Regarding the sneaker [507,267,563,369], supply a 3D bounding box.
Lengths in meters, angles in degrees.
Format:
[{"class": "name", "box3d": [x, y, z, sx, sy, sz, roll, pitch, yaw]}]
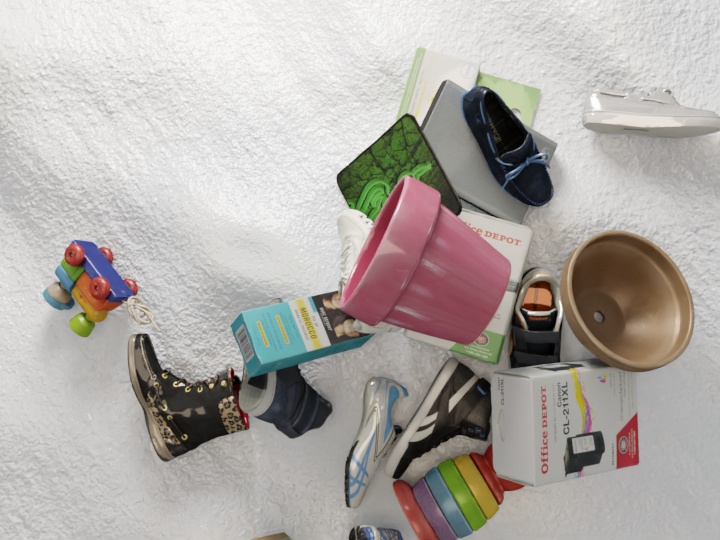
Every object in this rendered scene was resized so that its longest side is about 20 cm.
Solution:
[{"class": "sneaker", "box3d": [0.256, 0.096, 1.156, 0.077, 0.079, 0.203, -2, 88, 5]}]

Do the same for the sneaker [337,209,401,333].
[{"class": "sneaker", "box3d": [0.000, 0.000, 1.166, 0.080, 0.075, 0.202, -10, 67, -26]}]

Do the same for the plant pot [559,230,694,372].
[{"class": "plant pot", "box3d": [0.361, 0.053, 1.121, 0.198, 0.093, 0.203, 7, 66, -14]}]

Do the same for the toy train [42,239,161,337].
[{"class": "toy train", "box3d": [-0.401, 0.060, 1.216, 0.116, 0.085, 0.200, -46, 73, 13]}]

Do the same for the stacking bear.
[{"class": "stacking bear", "box3d": [0.160, 0.313, 1.143, 0.199, 0.114, 0.122, -32, 85, -1]}]

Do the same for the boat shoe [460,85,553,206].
[{"class": "boat shoe", "box3d": [0.210, -0.169, 1.121, 0.084, 0.069, 0.200, -45, 105, -5]}]

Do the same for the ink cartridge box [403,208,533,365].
[{"class": "ink cartridge box", "box3d": [0.159, 0.020, 1.166, 0.145, 0.083, 0.202, 17, 90, 8]}]

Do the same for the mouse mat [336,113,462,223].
[{"class": "mouse mat", "box3d": [0.051, -0.113, 1.156, 0.200, 0.007, 0.162, -35, 81, 48]}]

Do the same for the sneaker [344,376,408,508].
[{"class": "sneaker", "box3d": [0.020, 0.260, 1.177, 0.072, 0.072, 0.202, 16, 92, 0]}]

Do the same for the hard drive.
[{"class": "hard drive", "box3d": [0.178, -0.170, 1.167, 0.198, 0.033, 0.141, 26, 89, -15]}]

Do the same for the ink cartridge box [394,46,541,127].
[{"class": "ink cartridge box", "box3d": [0.160, -0.240, 1.198, 0.198, 0.048, 0.147, 17, 89, 8]}]

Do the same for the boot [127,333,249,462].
[{"class": "boot", "box3d": [-0.262, 0.178, 1.207, 0.149, 0.073, 0.202, -16, 89, 6]}]

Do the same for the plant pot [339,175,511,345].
[{"class": "plant pot", "box3d": [0.092, 0.003, 1.048, 0.178, 0.200, 0.202, 27, 90, -7]}]

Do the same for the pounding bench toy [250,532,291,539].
[{"class": "pounding bench toy", "box3d": [-0.117, 0.509, 1.127, 0.200, 0.124, 0.156, 41, 92, 22]}]

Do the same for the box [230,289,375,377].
[{"class": "box", "box3d": [-0.080, 0.086, 1.139, 0.198, 0.049, 0.083, -12, 70, -36]}]

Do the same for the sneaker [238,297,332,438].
[{"class": "sneaker", "box3d": [-0.107, 0.154, 1.194, 0.076, 0.146, 0.204, -25, 42, 32]}]

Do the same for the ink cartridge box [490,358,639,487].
[{"class": "ink cartridge box", "box3d": [0.284, 0.206, 1.093, 0.198, 0.083, 0.148, -3, 91, -30]}]

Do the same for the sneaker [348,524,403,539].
[{"class": "sneaker", "box3d": [0.025, 0.469, 1.160, 0.084, 0.077, 0.203, 1, 106, -25]}]

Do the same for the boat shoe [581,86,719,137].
[{"class": "boat shoe", "box3d": [0.429, -0.237, 1.163, 0.197, 0.072, 0.069, 5, 87, 15]}]

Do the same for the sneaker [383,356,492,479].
[{"class": "sneaker", "box3d": [0.126, 0.240, 1.163, 0.111, 0.073, 0.201, 32, 89, 8]}]
